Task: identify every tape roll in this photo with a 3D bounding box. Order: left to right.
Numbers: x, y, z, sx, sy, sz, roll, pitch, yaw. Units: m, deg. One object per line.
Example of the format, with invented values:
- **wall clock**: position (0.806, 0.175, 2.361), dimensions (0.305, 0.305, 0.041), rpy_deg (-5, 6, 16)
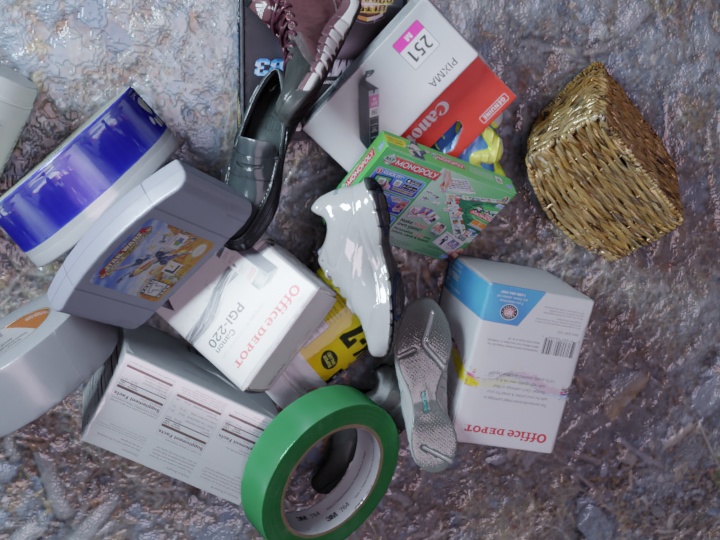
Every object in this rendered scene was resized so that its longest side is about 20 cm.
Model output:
- **tape roll**: position (-0.364, 0.097, 1.041), dimensions (0.198, 0.200, 0.067), rpy_deg (-31, 111, -5)
- **tape roll**: position (-0.044, 0.234, 1.116), dimensions (0.198, 0.048, 0.203), rpy_deg (-22, 126, -33)

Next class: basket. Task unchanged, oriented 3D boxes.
- **basket**: position (0.304, -0.132, 1.232), dimensions (0.142, 0.150, 0.200), rpy_deg (-33, 114, 31)

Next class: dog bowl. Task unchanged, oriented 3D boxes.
- **dog bowl**: position (-0.290, -0.100, 1.009), dimensions (0.199, 0.200, 0.079), rpy_deg (-41, 109, -1)

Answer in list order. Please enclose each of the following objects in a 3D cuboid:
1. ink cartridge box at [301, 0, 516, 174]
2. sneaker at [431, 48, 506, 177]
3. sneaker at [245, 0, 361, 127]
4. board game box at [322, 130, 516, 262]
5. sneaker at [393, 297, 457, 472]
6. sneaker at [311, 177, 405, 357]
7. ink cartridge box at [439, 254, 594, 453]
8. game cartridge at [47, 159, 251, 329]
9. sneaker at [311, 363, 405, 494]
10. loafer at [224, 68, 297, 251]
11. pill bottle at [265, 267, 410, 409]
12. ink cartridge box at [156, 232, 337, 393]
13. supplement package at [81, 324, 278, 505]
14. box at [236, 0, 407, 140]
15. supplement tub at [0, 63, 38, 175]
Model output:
- **ink cartridge box**: position (0.059, -0.181, 1.096), dimensions (0.173, 0.044, 0.200), rpy_deg (40, 105, -21)
- **sneaker**: position (0.118, -0.164, 1.167), dimensions (0.103, 0.076, 0.203), rpy_deg (-16, 109, -9)
- **sneaker**: position (-0.081, -0.243, 1.014), dimensions (0.114, 0.202, 0.076), rpy_deg (28, 139, -7)
- **board game box**: position (0.070, -0.082, 1.134), dimensions (0.198, 0.029, 0.135), rpy_deg (16, 132, -33)
- **sneaker**: position (0.071, 0.134, 1.146), dimensions (0.069, 0.080, 0.204), rpy_deg (-3, 91, -8)
- **sneaker**: position (0.000, 0.000, 1.080), dimensions (0.086, 0.074, 0.204), rpy_deg (-9, 97, 15)
- **ink cartridge box**: position (0.177, 0.103, 1.214), dimensions (0.144, 0.146, 0.203), rpy_deg (10, 102, -17)
- **game cartridge**: position (-0.216, -0.020, 0.967), dimensions (0.200, 0.042, 0.133), rpy_deg (-43, 155, 15)
- **sneaker**: position (-0.002, 0.203, 1.240), dimensions (0.091, 0.076, 0.200), rpy_deg (43, 100, 6)
- **loafer**: position (-0.114, -0.122, 1.036), dimensions (0.067, 0.070, 0.204), rpy_deg (12, 76, 17)
- **pill bottle**: position (-0.044, 0.068, 1.164), dimensions (0.199, 0.114, 0.115), rpy_deg (-40, 110, -1)
- **ink cartridge box**: position (-0.147, 0.021, 1.089), dimensions (0.199, 0.085, 0.146), rpy_deg (39, 93, 14)
- **supplement package**: position (-0.212, 0.160, 1.121), dimensions (0.198, 0.156, 0.112), rpy_deg (28, 94, -20)
- **box**: position (-0.046, -0.253, 1.115), dimensions (0.196, 0.050, 0.202), rpy_deg (-1, 104, -14)
- **supplement tub**: position (-0.436, -0.129, 0.999), dimensions (0.131, 0.132, 0.202), rpy_deg (26, 96, -19)
